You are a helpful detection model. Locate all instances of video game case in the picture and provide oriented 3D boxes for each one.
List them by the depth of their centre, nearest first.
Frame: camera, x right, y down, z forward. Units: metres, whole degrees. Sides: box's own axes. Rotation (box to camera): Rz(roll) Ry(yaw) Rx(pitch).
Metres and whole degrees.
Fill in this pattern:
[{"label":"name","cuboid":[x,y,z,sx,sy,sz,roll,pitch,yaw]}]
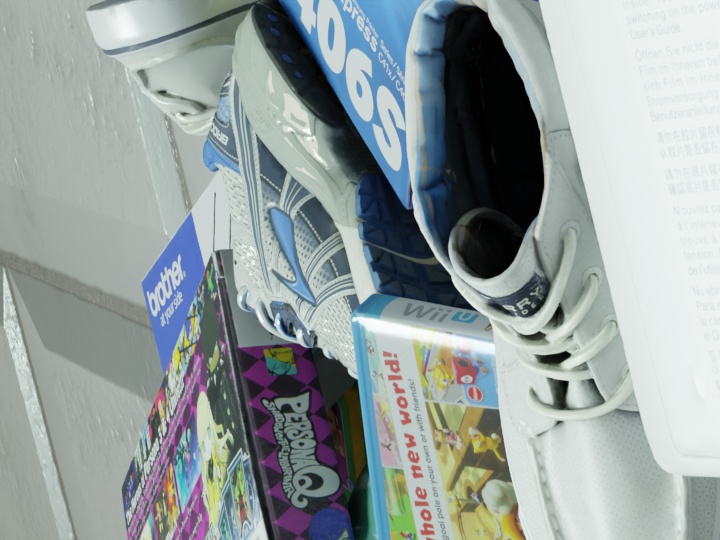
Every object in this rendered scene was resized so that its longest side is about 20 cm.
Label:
[{"label":"video game case","cuboid":[0.093,0.088,0.873,0.199,0.018,0.144,10,122,29]},{"label":"video game case","cuboid":[-0.047,0.119,1.078,0.200,0.036,0.182,115,146,-55]}]

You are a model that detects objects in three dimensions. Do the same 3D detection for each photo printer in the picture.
[{"label":"photo printer","cuboid":[0.123,-0.048,0.710,0.166,0.069,0.201,-6,101,52]}]

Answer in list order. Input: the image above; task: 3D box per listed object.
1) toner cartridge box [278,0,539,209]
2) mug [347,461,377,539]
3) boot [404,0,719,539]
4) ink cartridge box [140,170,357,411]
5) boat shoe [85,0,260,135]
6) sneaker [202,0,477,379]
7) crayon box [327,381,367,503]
[{"label":"toner cartridge box","cuboid":[-0.004,-0.126,0.969,0.095,0.043,0.200,98,149,-47]},{"label":"mug","cuboid":[0.063,0.137,1.020,0.152,0.114,0.186,179,76,-70]},{"label":"boot","cuboid":[0.053,0.016,0.797,0.095,0.073,0.201,15,-120,-61]},{"label":"ink cartridge box","cuboid":[-0.036,0.011,1.140,0.200,0.044,0.094,132,125,-63]},{"label":"boat shoe","cuboid":[-0.061,-0.087,1.161,0.200,0.072,0.066,-25,-80,-84]},{"label":"sneaker","cuboid":[0.000,0.000,0.989,0.085,0.077,0.201,-54,47,35]},{"label":"crayon box","cuboid":[-0.010,0.059,1.248,0.200,0.058,0.119,-138,36,-56]}]
